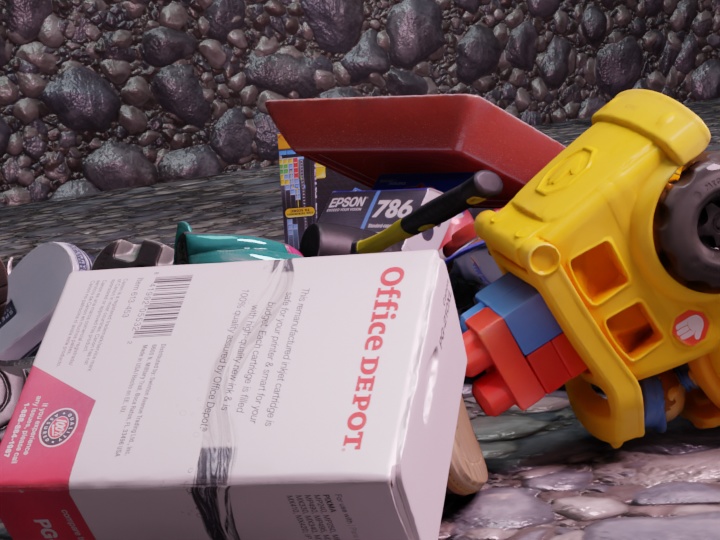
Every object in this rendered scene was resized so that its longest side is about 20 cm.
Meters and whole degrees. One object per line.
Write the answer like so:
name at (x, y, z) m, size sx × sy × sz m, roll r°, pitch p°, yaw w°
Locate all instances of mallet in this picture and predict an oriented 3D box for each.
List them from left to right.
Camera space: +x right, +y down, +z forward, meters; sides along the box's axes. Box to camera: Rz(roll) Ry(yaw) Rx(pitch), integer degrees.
mallet at (0.037, -0.024, 1.006) m, size 0.066 × 0.041 × 0.200 m, roll 14°, pitch -20°, yaw -32°

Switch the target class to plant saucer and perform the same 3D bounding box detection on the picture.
plant saucer at (0.058, -0.084, 1.226) m, size 0.200 × 0.037 × 0.199 m, roll 2°, pitch -12°, yaw 39°

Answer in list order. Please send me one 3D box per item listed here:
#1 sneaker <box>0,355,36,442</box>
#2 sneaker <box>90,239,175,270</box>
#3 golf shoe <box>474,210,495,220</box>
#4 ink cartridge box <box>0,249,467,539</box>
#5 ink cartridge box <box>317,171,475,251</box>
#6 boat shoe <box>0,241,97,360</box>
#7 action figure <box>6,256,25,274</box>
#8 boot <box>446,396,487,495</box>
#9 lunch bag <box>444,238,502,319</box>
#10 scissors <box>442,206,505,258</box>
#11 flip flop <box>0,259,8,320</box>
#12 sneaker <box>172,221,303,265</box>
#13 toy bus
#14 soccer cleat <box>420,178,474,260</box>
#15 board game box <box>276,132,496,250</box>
sneaker at (-0.232, 0.094, 1.083) m, size 0.200 × 0.073 × 0.082 m, roll -9°, pitch -13°, yaw -28°
sneaker at (-0.082, 0.033, 1.104) m, size 0.200 × 0.074 × 0.089 m, roll 21°, pitch -11°, yaw 25°
golf shoe at (0.133, 0.001, 1.292) m, size 0.199 × 0.097 × 0.078 m, roll -18°, pitch -22°, yaw 11°
ink cartridge box at (-0.057, 0.071, 0.779) m, size 0.199 × 0.084 × 0.145 m, roll -4°, pitch 44°, yaw 17°
ink cartridge box at (0.000, 0.000, 1.143) m, size 0.099 × 0.039 × 0.200 m, roll 0°, pitch 55°, yaw 43°
boat shoe at (-0.248, 0.058, 1.174) m, size 0.200 × 0.071 × 0.091 m, roll -35°, pitch -30°, yaw 19°
action figure at (-0.267, 0.035, 1.336) m, size 0.199 × 0.102 × 0.119 m, roll -8°, pitch -3°, yaw -2°
boot at (-0.020, 0.100, 0.897) m, size 0.166 × 0.073 × 0.200 m, roll -19°, pitch 10°, yaw 1°
lunch bag at (0.165, 0.003, 1.122) m, size 0.200 × 0.124 × 0.170 m, roll -7°, pitch 8°, yaw 41°
scissors at (0.143, -0.051, 1.165) m, size 0.200 × 0.014 × 0.073 m, roll -22°, pitch -11°, yaw -24°
flip flop at (-0.297, 0.047, 1.075) m, size 0.081 × 0.058 × 0.200 m, roll -11°, pitch -30°, yaw -39°
sneaker at (-0.111, 0.034, 1.019) m, size 0.199 × 0.121 × 0.084 m, roll -19°, pitch -21°, yaw 7°
toy bus at (0.149, 0.029, 0.904) m, size 0.192 × 0.200 × 0.136 m, roll -37°, pitch 18°, yaw -5°
soccer cleat at (0.031, -0.003, 1.263) m, size 0.068 × 0.073 × 0.200 m, roll -15°, pitch -14°, yaw -32°
board game box at (0.033, -0.045, 1.397) m, size 0.199 × 0.166 × 0.057 m, roll -5°, pitch -2°, yaw 16°
